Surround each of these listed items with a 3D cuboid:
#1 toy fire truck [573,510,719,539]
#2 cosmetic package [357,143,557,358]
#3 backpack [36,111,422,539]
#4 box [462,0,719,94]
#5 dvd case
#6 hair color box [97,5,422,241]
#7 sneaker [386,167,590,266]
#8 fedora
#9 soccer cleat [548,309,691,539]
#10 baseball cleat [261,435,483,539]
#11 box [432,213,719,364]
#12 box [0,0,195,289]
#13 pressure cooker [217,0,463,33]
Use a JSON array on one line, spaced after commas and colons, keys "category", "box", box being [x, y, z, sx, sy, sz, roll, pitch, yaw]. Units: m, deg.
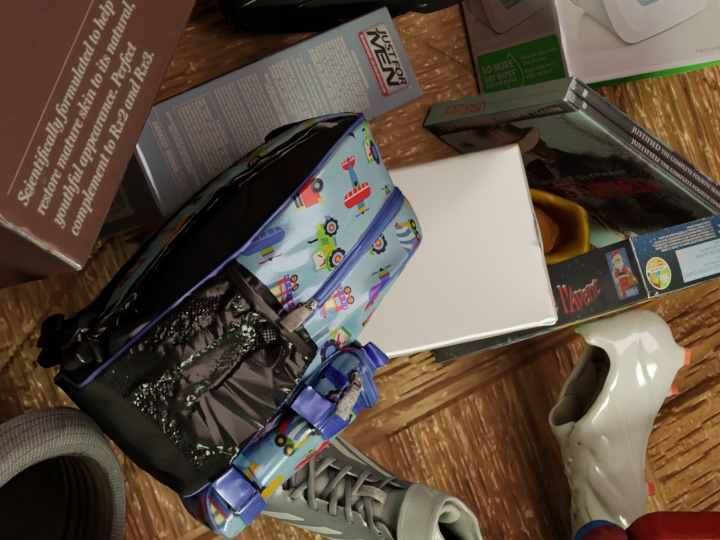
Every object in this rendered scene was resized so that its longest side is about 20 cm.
[{"category": "toy fire truck", "box": [0.174, 0.218, 1.248, 0.168, 0.200, 0.112, 23, 33, -30]}, {"category": "cosmetic package", "box": [0.000, 0.000, 1.159, 0.200, 0.085, 0.108, -10, 89, -8]}, {"category": "backpack", "box": [-0.049, 0.018, 1.027, 0.200, 0.183, 0.135, -45, 99, -12]}, {"category": "box", "box": [0.164, -0.213, 1.367, 0.200, 0.097, 0.177, -12, 92, -37]}, {"category": "dvd case", "box": [0.156, -0.057, 1.303, 0.200, 0.146, 0.022, 34, 69, -28]}, {"category": "hair color box", "box": [-0.072, -0.083, 1.163, 0.200, 0.099, 0.061, -28, 98, -37]}, {"category": "sneaker", "box": [0.059, -0.033, 1.269, 0.200, 0.077, 0.073, -4, 86, -36]}, {"category": "fedora", "box": [-0.204, 0.151, 1.012, 0.177, 0.090, 0.200, 5, 106, -61]}, {"category": "soccer cleat", "box": [0.151, 0.116, 1.293, 0.078, 0.069, 0.200, 0, 114, -21]}, {"category": "baseball cleat", "box": [-0.006, 0.124, 1.175, 0.200, 0.106, 0.070, 28, 71, -28]}, {"category": "box", "box": [0.151, 0.008, 1.252, 0.137, 0.200, 0.038, -15, 86, -37]}, {"category": "box", "box": [-0.218, -0.094, 0.992, 0.164, 0.200, 0.166, 33, 65, -29]}, {"category": "pressure cooker", "box": [-0.016, -0.250, 1.190, 0.176, 0.179, 0.200, 0, 81, -62]}]
